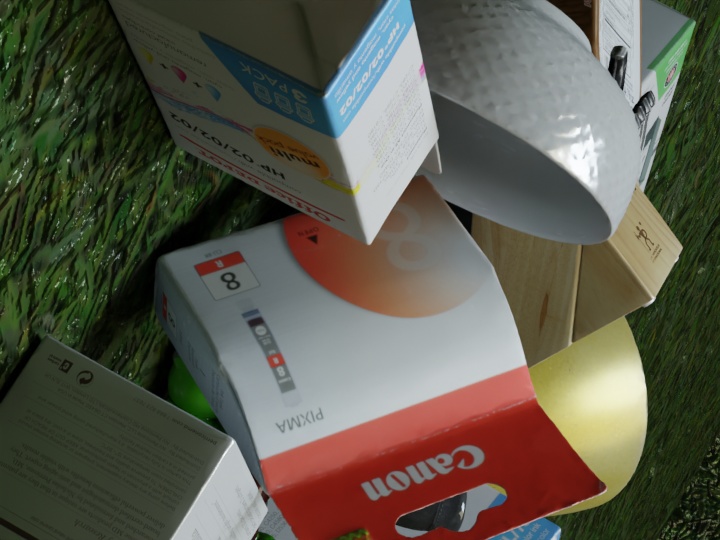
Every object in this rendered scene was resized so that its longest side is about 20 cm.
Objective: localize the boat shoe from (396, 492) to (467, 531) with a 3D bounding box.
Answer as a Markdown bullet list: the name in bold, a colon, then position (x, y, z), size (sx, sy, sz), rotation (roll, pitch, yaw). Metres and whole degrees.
- **boat shoe**: position (0.048, 0.080, 1.256), size (0.200, 0.066, 0.070), rotation (-70, -179, -62)

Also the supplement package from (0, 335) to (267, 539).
- **supplement package**: position (-0.146, 0.155, 1.045), size (0.201, 0.109, 0.114), rotation (-58, 162, -16)

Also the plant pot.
- **plant pot**: position (0.076, 0.087, 1.533), size (0.141, 0.200, 0.201), rotation (-16, 135, -36)

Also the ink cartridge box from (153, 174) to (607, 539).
- **ink cartridge box**: position (0.008, 0.050, 1.110), size (0.161, 0.200, 0.050), rotation (-18, 139, -24)

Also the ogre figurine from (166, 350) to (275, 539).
- **ogre figurine**: position (-0.068, 0.114, 1.204), size (0.098, 0.119, 0.201), rotation (-43, 156, -59)

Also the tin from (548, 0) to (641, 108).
- **tin**: position (0.147, -0.174, 1.410), size (0.112, 0.042, 0.202), rotation (35, 54, -68)

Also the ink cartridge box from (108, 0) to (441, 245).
- **ink cartridge box**: position (-0.033, -0.083, 1.017), size (0.068, 0.115, 0.200), rotation (-57, 162, -15)

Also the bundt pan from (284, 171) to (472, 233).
- **bundt pan**: position (0.000, 0.000, 1.311), size (0.202, 0.075, 0.202), rotation (-54, 160, -29)

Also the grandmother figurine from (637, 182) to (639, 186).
- **grandmother figurine**: position (0.133, -0.076, 1.460), size (0.061, 0.121, 0.201), rotation (-48, -157, 44)

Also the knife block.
- **knife block**: position (0.096, -0.044, 1.312), size (0.199, 0.176, 0.064), rotation (-32, -169, 37)

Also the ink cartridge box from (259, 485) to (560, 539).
- **ink cartridge box**: position (-0.007, 0.195, 1.360), size (0.146, 0.199, 0.147), rotation (-46, 156, -38)

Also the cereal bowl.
- **cereal bowl**: position (0.056, -0.096, 1.130), size (0.084, 0.199, 0.200), rotation (-63, 164, -10)

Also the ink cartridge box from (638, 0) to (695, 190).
- **ink cartridge box**: position (0.162, -0.090, 1.654), size (0.146, 0.084, 0.201), rotation (-48, 158, -41)
